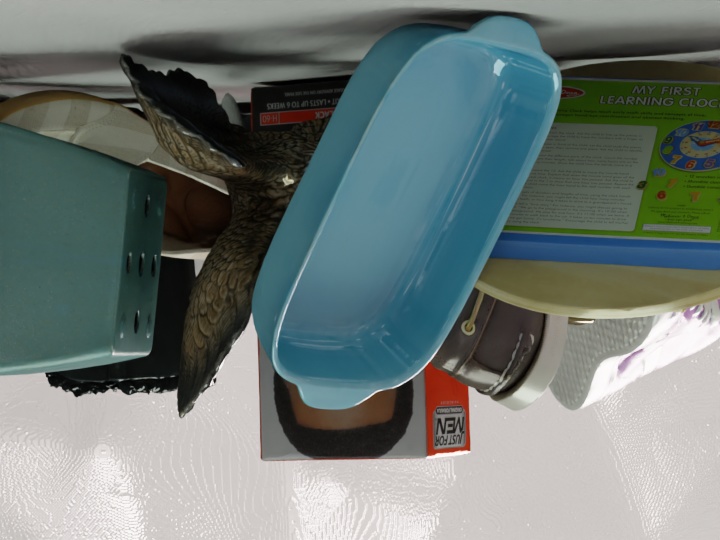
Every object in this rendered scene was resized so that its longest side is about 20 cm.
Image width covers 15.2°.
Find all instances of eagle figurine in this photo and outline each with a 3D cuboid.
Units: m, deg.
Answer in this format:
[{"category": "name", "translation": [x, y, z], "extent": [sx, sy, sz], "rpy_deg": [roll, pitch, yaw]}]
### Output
[{"category": "eagle figurine", "translation": [-0.049, -0.036, 1.305], "extent": [0.200, 0.152, 0.151], "rpy_deg": [-23, 155, -46]}]

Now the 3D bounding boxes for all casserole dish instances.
[{"category": "casserole dish", "translation": [0.016, -0.031, 1.219], "extent": [0.121, 0.201, 0.039], "rpy_deg": [7, -156, -48]}]

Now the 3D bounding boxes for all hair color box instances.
[{"category": "hair color box", "translation": [0.000, 0.000, 1.439], "extent": [0.101, 0.201, 0.061], "rpy_deg": [-4, 178, 25]}]

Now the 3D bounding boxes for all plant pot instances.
[{"category": "plant pot", "translation": [-0.202, -0.013, 1.311], "extent": [0.199, 0.142, 0.141], "rpy_deg": [5, 179, 9]}]

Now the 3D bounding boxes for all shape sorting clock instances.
[{"category": "shape sorting clock", "translation": [0.127, -0.041, 1.314], "extent": [0.199, 0.039, 0.201], "rpy_deg": [-6, -138, 6]}]

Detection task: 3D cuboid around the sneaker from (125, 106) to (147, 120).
[{"category": "sneaker", "translation": [-0.177, -0.057, 1.468], "extent": [0.199, 0.076, 0.116], "rpy_deg": [-2, 175, -3]}]

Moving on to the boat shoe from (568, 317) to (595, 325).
[{"category": "boat shoe", "translation": [0.045, -0.023, 1.492], "extent": [0.200, 0.066, 0.072], "rpy_deg": [18, -178, 27]}]

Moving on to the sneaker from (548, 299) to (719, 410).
[{"category": "sneaker", "translation": [0.175, 0.008, 1.542], "extent": [0.114, 0.073, 0.201], "rpy_deg": [-20, 166, -17]}]

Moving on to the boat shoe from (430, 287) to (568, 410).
[{"category": "boat shoe", "translation": [0.069, -0.025, 1.374], "extent": [0.059, 0.201, 0.072], "rpy_deg": [22, 143, -23]}]

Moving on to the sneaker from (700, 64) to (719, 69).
[{"category": "sneaker", "translation": [0.161, -0.064, 1.455], "extent": [0.199, 0.079, 0.077], "rpy_deg": [8, 163, 25]}]

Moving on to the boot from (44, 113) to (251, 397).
[{"category": "boot", "translation": [-0.108, -0.010, 1.591], "extent": [0.197, 0.163, 0.073], "rpy_deg": [-3, 180, 15]}]

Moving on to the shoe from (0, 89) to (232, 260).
[{"category": "shoe", "translation": [-0.118, -0.046, 1.441], "extent": [0.199, 0.070, 0.053], "rpy_deg": [15, -166, -41]}]

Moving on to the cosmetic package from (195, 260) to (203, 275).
[{"category": "cosmetic package", "translation": [-0.172, -0.029, 1.820], "extent": [0.085, 0.108, 0.200], "rpy_deg": [0, 176, -36]}]
